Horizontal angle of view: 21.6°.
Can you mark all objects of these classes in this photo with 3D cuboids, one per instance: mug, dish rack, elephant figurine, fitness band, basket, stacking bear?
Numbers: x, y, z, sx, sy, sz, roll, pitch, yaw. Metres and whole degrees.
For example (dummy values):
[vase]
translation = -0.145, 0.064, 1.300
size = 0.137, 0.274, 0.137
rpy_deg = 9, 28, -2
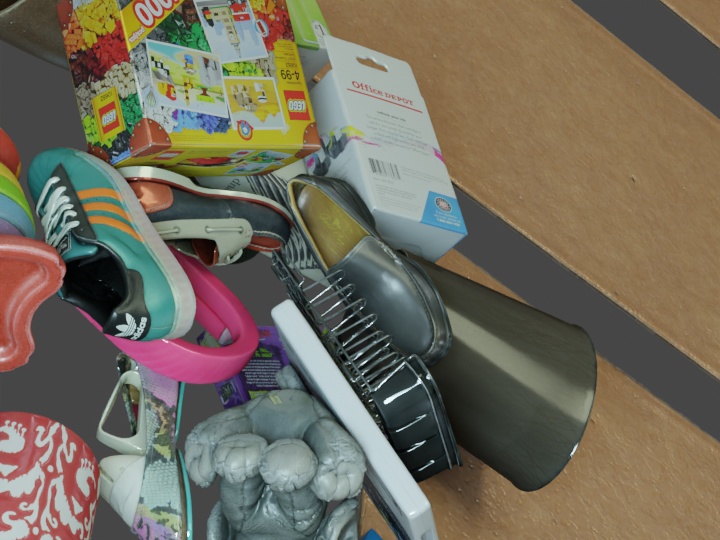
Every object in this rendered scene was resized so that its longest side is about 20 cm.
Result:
[mug]
translation = -0.241, 0.215, 1.244
size = 0.132, 0.179, 0.201
rpy_deg = 4, 37, 2
[dish rack]
translation = -0.001, 0.067, 1.497
size = 0.200, 0.054, 0.154
rpy_deg = 53, -11, 32
[elephant figurine]
translation = -0.064, 0.202, 1.407
size = 0.154, 0.202, 0.141
rpy_deg = -19, 29, -37
[fitness band]
translation = -0.170, 0.020, 1.509
size = 0.200, 0.038, 0.143
rpy_deg = 40, 24, 23
[basket]
translation = 0.090, 0.078, 1.668
size = 0.199, 0.136, 0.181
rpy_deg = 29, 37, -21
[stacking bear]
translation = -0.295, -0.042, 1.424
size = 0.113, 0.122, 0.201
rpy_deg = 12, 38, -24

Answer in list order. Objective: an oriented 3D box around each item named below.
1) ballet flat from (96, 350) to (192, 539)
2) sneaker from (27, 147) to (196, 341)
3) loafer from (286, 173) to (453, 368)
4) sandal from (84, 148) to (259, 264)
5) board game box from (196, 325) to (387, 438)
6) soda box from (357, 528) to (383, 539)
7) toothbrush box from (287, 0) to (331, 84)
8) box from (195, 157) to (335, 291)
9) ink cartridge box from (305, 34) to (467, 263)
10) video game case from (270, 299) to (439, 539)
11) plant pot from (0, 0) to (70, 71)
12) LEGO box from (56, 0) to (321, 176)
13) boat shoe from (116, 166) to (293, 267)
[ballet flat]
translation = -0.166, 0.138, 1.432
size = 0.070, 0.069, 0.201
rpy_deg = 11, 42, -17
[sneaker]
translation = -0.205, -0.024, 1.421
size = 0.079, 0.072, 0.200
rpy_deg = -2, 41, -48
[loafer]
translation = 0.000, 0.000, 1.563
size = 0.200, 0.073, 0.072
rpy_deg = 49, 13, 26
[sandal]
translation = -0.165, -0.058, 1.620
size = 0.200, 0.080, 0.057
rpy_deg = 22, 23, -42
[board game box]
translation = -0.042, 0.104, 1.625
size = 0.199, 0.032, 0.121
rpy_deg = 4, 58, -47
[soda box]
translation = 0.049, 0.304, 1.492
size = 0.200, 0.068, 0.064
rpy_deg = 45, 33, -5
[toothbrush box]
translation = -0.129, -0.276, 1.852
size = 0.145, 0.086, 0.201
rpy_deg = 6, 51, -45
[box]
translation = -0.068, -0.060, 1.711
size = 0.199, 0.082, 0.069
rpy_deg = 26, 40, -27
[ink cartridge box]
translation = 0.011, -0.106, 1.713
size = 0.114, 0.068, 0.202
rpy_deg = 14, 47, -39
[video game case]
translation = 0.001, 0.137, 1.474
size = 0.201, 0.023, 0.182
rpy_deg = 54, -9, 24
[plant pot]
translation = -0.223, -0.242, 1.658
size = 0.200, 0.186, 0.188
rpy_deg = 38, 32, -39
[LEGO box]
translation = -0.140, -0.159, 1.559
size = 0.199, 0.077, 0.151
rpy_deg = -4, 77, -49
[boat shoe]
translation = -0.129, -0.035, 1.546
size = 0.199, 0.071, 0.063
rpy_deg = 15, 66, -50
